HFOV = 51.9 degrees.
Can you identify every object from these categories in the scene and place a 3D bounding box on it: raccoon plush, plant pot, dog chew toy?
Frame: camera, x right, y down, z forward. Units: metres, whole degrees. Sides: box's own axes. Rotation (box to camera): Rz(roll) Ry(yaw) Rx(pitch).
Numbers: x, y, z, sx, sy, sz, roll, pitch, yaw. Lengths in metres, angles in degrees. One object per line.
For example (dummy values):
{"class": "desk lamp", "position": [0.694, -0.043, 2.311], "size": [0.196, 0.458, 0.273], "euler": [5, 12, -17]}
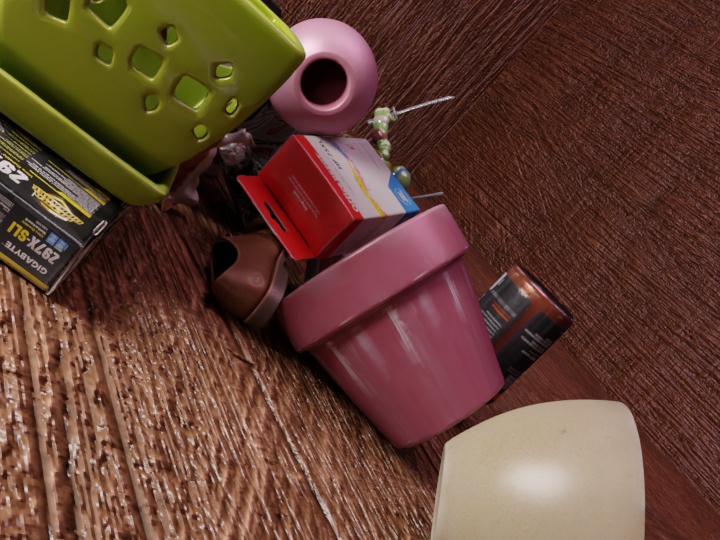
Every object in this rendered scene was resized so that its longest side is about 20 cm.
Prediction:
{"class": "raccoon plush", "position": [-0.088, -0.110, 0.880], "size": [0.200, 0.133, 0.097], "euler": [126, -59, -79]}
{"class": "plant pot", "position": [0.125, 0.194, 0.578], "size": [0.133, 0.202, 0.200], "euler": [8, 10, 6]}
{"class": "plant pot", "position": [-0.178, -0.178, 0.581], "size": [0.200, 0.182, 0.199], "euler": [39, 13, -22]}
{"class": "plant pot", "position": [0.041, 0.063, 0.723], "size": [0.180, 0.199, 0.200], "euler": [60, 13, 2]}
{"class": "dog chew toy", "position": [-0.048, -0.229, 0.855], "size": [0.124, 0.125, 0.200], "euler": [39, 13, -19]}

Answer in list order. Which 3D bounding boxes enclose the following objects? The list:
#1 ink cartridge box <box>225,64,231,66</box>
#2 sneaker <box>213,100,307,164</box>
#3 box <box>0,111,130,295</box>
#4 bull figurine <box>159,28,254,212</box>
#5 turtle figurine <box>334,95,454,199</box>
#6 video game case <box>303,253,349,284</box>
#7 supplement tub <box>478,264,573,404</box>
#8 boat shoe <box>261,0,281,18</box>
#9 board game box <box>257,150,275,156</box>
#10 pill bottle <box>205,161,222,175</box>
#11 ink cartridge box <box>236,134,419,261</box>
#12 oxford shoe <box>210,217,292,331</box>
{"class": "ink cartridge box", "position": [-0.220, -0.228, 0.806], "size": [0.145, 0.200, 0.145], "euler": [34, 14, -36]}
{"class": "sneaker", "position": [-0.111, -0.192, 0.923], "size": [0.199, 0.083, 0.078], "euler": [-19, 53, -32]}
{"class": "box", "position": [-0.267, -0.087, 0.529], "size": [0.200, 0.049, 0.160], "euler": [40, 15, -15]}
{"class": "bull figurine", "position": [-0.179, -0.153, 0.729], "size": [0.065, 0.120, 0.201], "euler": [-116, -173, -57]}
{"class": "turtle figurine", "position": [0.019, -0.163, 1.096], "size": [0.193, 0.200, 0.145], "euler": [21, -34, 30]}
{"class": "video game case", "position": [0.000, 0.000, 0.948], "size": [0.017, 0.144, 0.200], "euler": [-4, -20, 34]}
{"class": "supplement tub", "position": [0.167, 0.096, 0.947], "size": [0.107, 0.200, 0.107], "euler": [41, 11, -10]}
{"class": "boat shoe", "position": [-0.134, -0.332, 0.834], "size": [0.074, 0.063, 0.201], "euler": [41, 8, 18]}
{"class": "board game box", "position": [-0.112, -0.175, 1.134], "size": [0.034, 0.136, 0.200], "euler": [24, 9, 8]}
{"class": "pill bottle", "position": [-0.170, -0.234, 0.993], "size": [0.114, 0.200, 0.114], "euler": [39, 13, -11]}
{"class": "ink cartridge box", "position": [-0.030, -0.083, 0.809], "size": [0.117, 0.067, 0.200], "euler": [53, 28, 12]}
{"class": "oxford shoe", "position": [-0.114, -0.018, 0.747], "size": [0.071, 0.071, 0.200], "euler": [35, 15, -17]}
